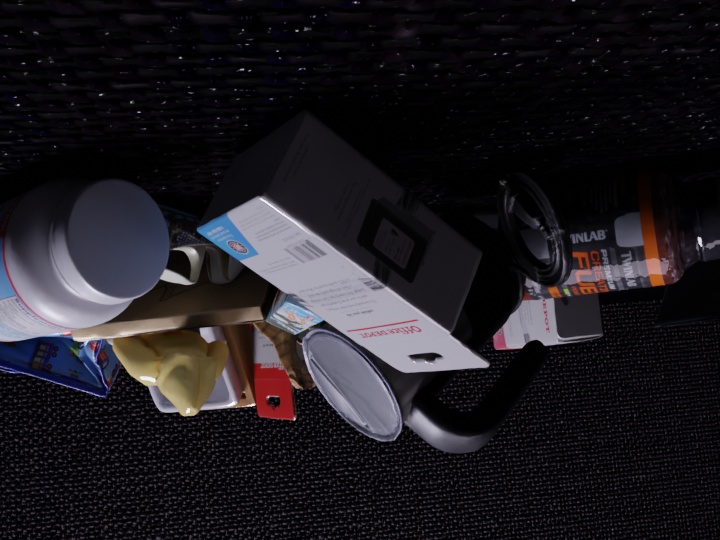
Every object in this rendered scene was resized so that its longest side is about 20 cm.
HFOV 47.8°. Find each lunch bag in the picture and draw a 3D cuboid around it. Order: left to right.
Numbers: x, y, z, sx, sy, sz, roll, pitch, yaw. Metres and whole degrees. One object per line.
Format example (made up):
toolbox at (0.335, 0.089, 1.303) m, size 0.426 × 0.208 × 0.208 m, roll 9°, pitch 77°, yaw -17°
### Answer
lunch bag at (-0.353, 0.045, 0.895) m, size 0.194 × 0.096 × 0.152 m, roll 7°, pitch -150°, yaw -1°

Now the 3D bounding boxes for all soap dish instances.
soap dish at (-0.210, 0.072, 1.009) m, size 0.154 × 0.205 × 0.081 m, roll -9°, pitch -165°, yaw 31°

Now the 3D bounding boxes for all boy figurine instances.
boy figurine at (-0.188, 0.077, 0.804) m, size 0.121 × 0.066 × 0.200 m, roll 11°, pitch -167°, yaw -21°

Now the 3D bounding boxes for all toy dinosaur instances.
toy dinosaur at (-0.102, 0.031, 0.848) m, size 0.106 × 0.200 × 0.061 m, roll -38°, pitch 162°, yaw -19°

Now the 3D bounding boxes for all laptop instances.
laptop at (0.393, -0.029, 0.779) m, size 0.195 × 0.119 × 0.187 m, roll -13°, pitch 174°, yaw -2°

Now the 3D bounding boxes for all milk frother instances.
milk frother at (0.069, 0.026, 0.689) m, size 0.178 × 0.203 × 0.187 m, roll 27°, pitch -128°, yaw 32°

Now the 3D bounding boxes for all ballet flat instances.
ballet flat at (-0.147, -0.021, 0.757) m, size 0.071 × 0.074 × 0.198 m, roll -10°, pitch 172°, yaw 39°

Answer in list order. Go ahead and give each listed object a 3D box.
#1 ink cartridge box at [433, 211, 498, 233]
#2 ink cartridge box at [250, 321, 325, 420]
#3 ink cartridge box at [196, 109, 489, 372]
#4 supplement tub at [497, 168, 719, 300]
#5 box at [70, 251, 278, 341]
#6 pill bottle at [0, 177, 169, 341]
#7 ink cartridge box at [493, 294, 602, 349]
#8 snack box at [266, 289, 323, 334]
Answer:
ink cartridge box at (0.110, -0.014, 0.934) m, size 0.195 × 0.086 × 0.146 m, roll -1°, pitch 172°, yaw -21°
ink cartridge box at (-0.078, 0.066, 0.947) m, size 0.066 × 0.206 × 0.115 m, roll -1°, pitch 174°, yaw -29°
ink cartridge box at (-0.001, -0.009, 0.561) m, size 0.198 × 0.068 × 0.115 m, roll 36°, pitch 155°, yaw -23°
supplement tub at (0.234, -0.035, 0.760) m, size 0.195 × 0.110 × 0.106 m, roll -9°, pitch 173°, yaw 25°
box at (-0.173, 0.009, 0.825) m, size 0.194 × 0.022 × 0.165 m, roll -7°, pitch -150°, yaw 11°
pill bottle at (-0.234, -0.008, 0.622) m, size 0.197 × 0.112 × 0.107 m, roll -12°, pitch 171°, yaw 42°
ink cartridge box at (0.271, 0.039, 1.228) m, size 0.081 × 0.151 × 0.200 m, roll -4°, pitch 174°, yaw -18°
snack box at (-0.040, -0.008, 0.731) m, size 0.036 × 0.119 × 0.200 m, roll 24°, pitch 168°, yaw -7°
